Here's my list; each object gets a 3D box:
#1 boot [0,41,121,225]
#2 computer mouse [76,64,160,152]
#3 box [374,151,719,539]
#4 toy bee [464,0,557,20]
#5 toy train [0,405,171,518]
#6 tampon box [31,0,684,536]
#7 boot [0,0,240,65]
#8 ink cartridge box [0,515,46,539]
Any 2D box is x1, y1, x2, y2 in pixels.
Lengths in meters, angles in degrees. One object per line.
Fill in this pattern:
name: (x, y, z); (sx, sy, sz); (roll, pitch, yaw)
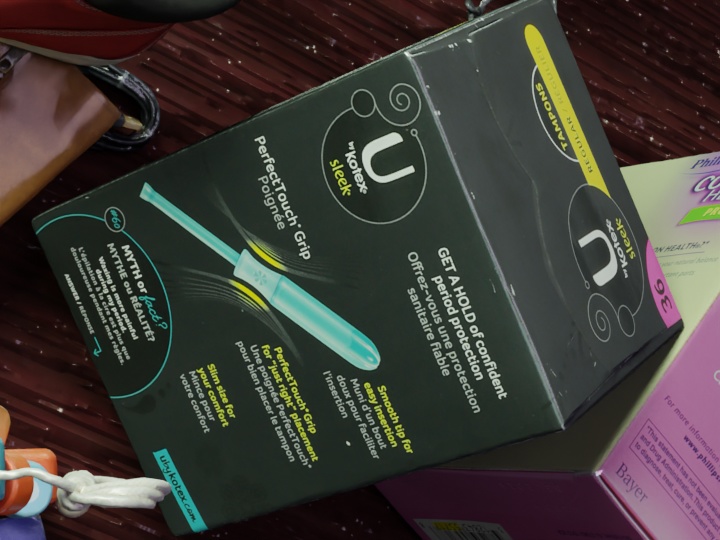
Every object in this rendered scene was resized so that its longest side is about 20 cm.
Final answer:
boot: (-0.217, -0.052, 0.722); (0.188, 0.068, 0.200); (42, 82, -18)
computer mouse: (-0.175, -0.083, 0.800); (0.199, 0.034, 0.059); (7, 79, -28)
box: (0.128, 0.049, 0.860); (0.097, 0.175, 0.200); (48, 63, -20)
toy bee: (0.111, -0.216, 0.920); (0.130, 0.109, 0.201); (-2, 60, 4)
toy train: (-0.152, 0.064, 0.697); (0.149, 0.200, 0.056); (2, 81, -26)
tampon box: (0.000, 0.000, 0.769); (0.126, 0.199, 0.151); (-30, 99, -55)
boot: (-0.143, -0.121, 0.665); (0.199, 0.144, 0.073); (7, 86, -26)
ink cartridge box: (-0.189, 0.214, 0.744); (0.198, 0.041, 0.202); (-12, 88, -29)
